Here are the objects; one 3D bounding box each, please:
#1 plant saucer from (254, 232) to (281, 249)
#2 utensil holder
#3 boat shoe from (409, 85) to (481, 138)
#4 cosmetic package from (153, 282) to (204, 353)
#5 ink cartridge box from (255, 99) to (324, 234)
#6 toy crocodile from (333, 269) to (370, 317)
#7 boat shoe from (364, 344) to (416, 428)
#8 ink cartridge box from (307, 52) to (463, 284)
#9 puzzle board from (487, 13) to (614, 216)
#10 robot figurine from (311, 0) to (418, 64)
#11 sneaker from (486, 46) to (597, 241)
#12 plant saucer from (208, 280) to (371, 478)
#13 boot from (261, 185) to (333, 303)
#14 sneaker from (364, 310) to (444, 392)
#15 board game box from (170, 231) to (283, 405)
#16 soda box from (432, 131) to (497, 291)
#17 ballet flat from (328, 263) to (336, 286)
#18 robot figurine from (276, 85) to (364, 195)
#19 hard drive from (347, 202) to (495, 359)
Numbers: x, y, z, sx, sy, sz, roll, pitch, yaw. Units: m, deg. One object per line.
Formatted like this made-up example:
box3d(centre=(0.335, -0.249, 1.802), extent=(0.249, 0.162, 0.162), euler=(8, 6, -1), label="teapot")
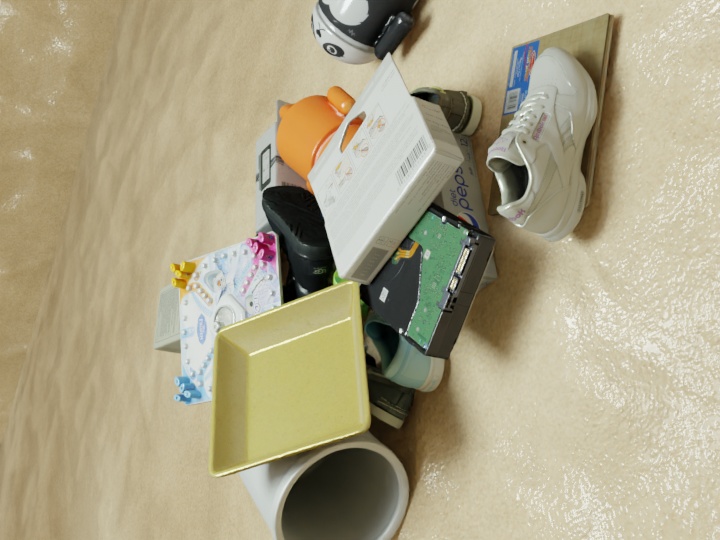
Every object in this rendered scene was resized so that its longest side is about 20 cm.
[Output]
box3d(centre=(-0.149, -0.023, 1.394), extent=(0.200, 0.032, 0.201), euler=(-162, 90, -88), label="plant saucer")
box3d(centre=(-0.061, 0.241, 1.086), extent=(0.200, 0.170, 0.170), euler=(35, 109, 58), label="utensil holder")
box3d(centre=(0.072, -0.200, 1.135), extent=(0.202, 0.060, 0.072), euler=(9, 87, 60), label="boat shoe")
box3d(centre=(-0.239, 0.061, 1.324), extent=(0.200, 0.073, 0.104), euler=(-19, 63, 55), label="cosmetic package")
box3d(centre=(-0.093, -0.144, 1.334), extent=(0.068, 0.116, 0.201), euler=(-33, 51, 48), label="ink cartridge box")
box3d(centre=(0.000, 0.000, 1.139), extent=(0.068, 0.062, 0.200), euler=(94, -176, -50), label="toy crocodile")
box3d(centre=(0.006, 0.130, 1.126), extent=(0.062, 0.073, 0.200), euler=(-59, 35, 1), label="boat shoe")
box3d(centre=(0.021, -0.115, 1.006), extent=(0.200, 0.045, 0.176), euler=(-53, 39, 34), label="ink cartridge box")
box3d(centre=(0.203, -0.160, 0.950), extent=(0.151, 0.017, 0.201), euler=(-2, 77, 60), label="puzzle board")
box3d(centre=(0.011, -0.385, 1.241), extent=(0.200, 0.125, 0.150), euler=(-51, 21, 36), label="robot figurine")
box3d(centre=(0.176, -0.134, 0.870), extent=(0.075, 0.099, 0.201), euler=(-20, 60, 58), label="sneaker")
box3d(centre=(-0.074, 0.129, 1.008), extent=(0.200, 0.048, 0.200), euler=(-21, 48, 18), label="plant saucer")
box3d(centre=(-0.090, -0.004, 1.194), extent=(0.200, 0.076, 0.169), euler=(-125, 38, -52), label="boot")
box3d(centre=(0.042, 0.051, 1.067), extent=(0.074, 0.082, 0.200), euler=(-53, 35, 33), label="sneaker")
box3d(centre=(-0.180, 0.066, 1.165), extent=(0.200, 0.026, 0.201), euler=(-16, 72, 38), label="board game box")
box3d(centre=(0.100, -0.067, 1.036), extent=(0.068, 0.063, 0.201), euler=(-40, 47, 46), label="soda box")
box3d(centre=(-0.037, 0.004, 1.250), extent=(0.075, 0.068, 0.200), euler=(52, 131, 27), label="ballet flat")
box3d(centre=(-0.040, -0.170, 1.228), extent=(0.144, 0.117, 0.200), euler=(-52, 50, 5), label="robot figurine")
box3d(centre=(0.061, -0.006, 0.978), extent=(0.200, 0.038, 0.140), euler=(38, 112, 58), label="hard drive")
